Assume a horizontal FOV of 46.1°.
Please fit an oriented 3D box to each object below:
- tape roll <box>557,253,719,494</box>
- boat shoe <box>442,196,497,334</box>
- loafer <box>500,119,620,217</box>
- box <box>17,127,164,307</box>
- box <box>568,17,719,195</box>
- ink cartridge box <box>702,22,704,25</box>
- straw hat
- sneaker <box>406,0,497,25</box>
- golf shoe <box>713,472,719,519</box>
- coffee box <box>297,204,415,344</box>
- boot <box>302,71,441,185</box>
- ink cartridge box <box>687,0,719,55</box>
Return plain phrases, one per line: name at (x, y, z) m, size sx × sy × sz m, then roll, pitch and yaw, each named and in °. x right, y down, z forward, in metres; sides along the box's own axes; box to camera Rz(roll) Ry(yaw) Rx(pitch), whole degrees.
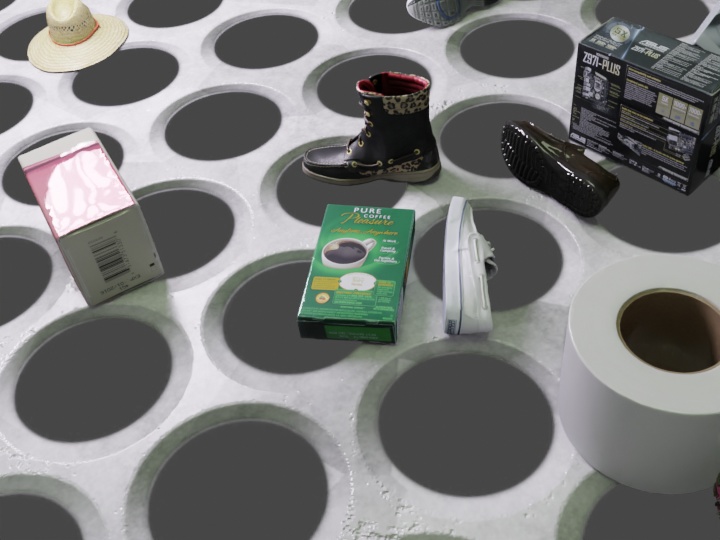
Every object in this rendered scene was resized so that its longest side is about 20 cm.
tape roll at (0.305, 0.102, 0.851) m, size 0.201 × 0.140 × 0.203 m, roll -4°, pitch 45°, yaw 4°
boat shoe at (0.135, -0.006, 1.035) m, size 0.065 × 0.074 × 0.201 m, roll 3°, pitch 56°, yaw 4°
loafer at (0.270, -0.143, 1.152) m, size 0.071 × 0.073 × 0.200 m, roll -22°, pitch 52°, yaw -28°
box at (-0.355, -0.073, 1.114) m, size 0.109 × 0.128 × 0.200 m, roll -26°, pitch 47°, yaw -17°
box at (0.391, -0.222, 1.140) m, size 0.086 × 0.164 × 0.200 m, roll -37°, pitch 52°, yaw -25°
ink cartridge box at (0.614, -0.327, 1.217) m, size 0.199 × 0.084 × 0.145 m, roll -2°, pitch 10°, yaw 5°
straw hat at (-0.525, -0.452, 1.536) m, size 0.200 × 0.085 × 0.202 m, roll -4°, pitch 46°, yaw 4°
sneaker at (0.162, -0.490, 1.509) m, size 0.199 × 0.075 × 0.087 m, roll -24°, pitch 35°, yaw -24°
golf shoe at (0.401, 0.252, 0.745) m, size 0.092 × 0.073 × 0.200 m, roll -21°, pitch 56°, yaw -25°
coffee box at (0.000, 0.000, 1.056) m, size 0.122 × 0.044 × 0.201 m, roll 2°, pitch 47°, yaw 9°
boot at (0.011, -0.194, 1.169) m, size 0.199 × 0.151 × 0.073 m, roll 3°, pitch 46°, yaw 10°
ink cartridge box at (0.543, -0.281, 1.127) m, size 0.199 × 0.200 × 0.041 m, roll 35°, pitch 10°, yaw 0°
